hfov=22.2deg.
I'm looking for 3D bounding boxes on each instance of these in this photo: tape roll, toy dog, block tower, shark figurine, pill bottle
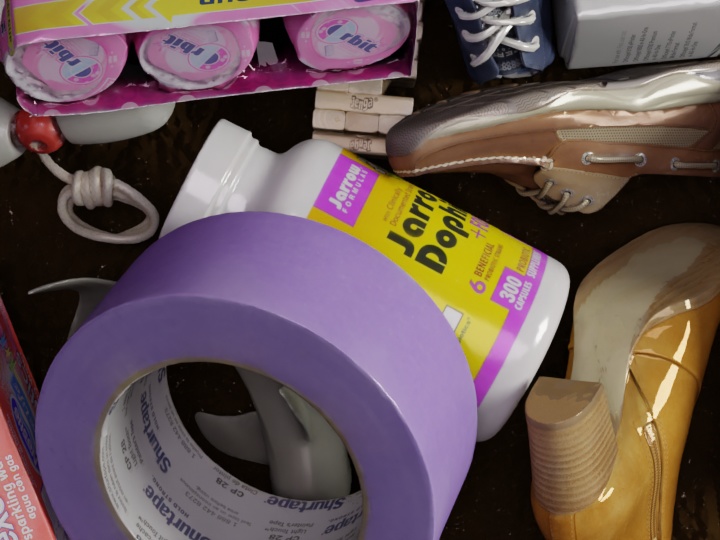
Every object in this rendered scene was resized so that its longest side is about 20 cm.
[{"bbox_3d":[-0.049,0.079,0.876,0.198,0.085,0.201,9,121,15],"label":"tape roll"},{"bbox_3d":[-0.194,-0.090,0.959,0.198,0.132,0.097,2,51,-3],"label":"toy dog"},{"bbox_3d":[0.011,-0.162,0.974,0.057,0.054,0.202,5,90,0],"label":"block tower"},{"bbox_3d":[-0.061,0.055,0.958,0.128,0.090,0.215,-43,91,-1],"label":"shark figurine"},{"bbox_3d":[0.000,0.000,0.943,0.199,0.104,0.105,27,90,-2],"label":"pill bottle"}]

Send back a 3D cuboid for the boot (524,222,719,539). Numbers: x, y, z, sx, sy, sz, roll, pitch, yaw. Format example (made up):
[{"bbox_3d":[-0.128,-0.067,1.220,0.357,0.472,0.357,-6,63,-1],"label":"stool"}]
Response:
[{"bbox_3d":[0.147,0.081,0.960,0.070,0.201,0.145,10,130,34],"label":"boot"}]

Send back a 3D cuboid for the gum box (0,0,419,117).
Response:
[{"bbox_3d":[-0.079,-0.148,0.886,0.198,0.066,0.114,-7,62,-4],"label":"gum box"}]

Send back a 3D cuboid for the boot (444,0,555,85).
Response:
[{"bbox_3d":[0.069,-0.142,0.901,0.072,0.200,0.091,-9,92,12],"label":"boot"}]

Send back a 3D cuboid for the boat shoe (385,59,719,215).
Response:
[{"bbox_3d":[0.111,-0.063,0.946,0.198,0.076,0.072,-9,100,-16],"label":"boat shoe"}]

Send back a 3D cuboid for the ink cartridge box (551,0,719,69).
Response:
[{"bbox_3d":[0.196,-0.193,0.945,0.198,0.084,0.146,-5,78,1],"label":"ink cartridge box"}]

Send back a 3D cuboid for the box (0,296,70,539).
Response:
[{"bbox_3d":[-0.205,0.104,0.925,0.094,0.103,0.201,-18,108,0],"label":"box"}]
